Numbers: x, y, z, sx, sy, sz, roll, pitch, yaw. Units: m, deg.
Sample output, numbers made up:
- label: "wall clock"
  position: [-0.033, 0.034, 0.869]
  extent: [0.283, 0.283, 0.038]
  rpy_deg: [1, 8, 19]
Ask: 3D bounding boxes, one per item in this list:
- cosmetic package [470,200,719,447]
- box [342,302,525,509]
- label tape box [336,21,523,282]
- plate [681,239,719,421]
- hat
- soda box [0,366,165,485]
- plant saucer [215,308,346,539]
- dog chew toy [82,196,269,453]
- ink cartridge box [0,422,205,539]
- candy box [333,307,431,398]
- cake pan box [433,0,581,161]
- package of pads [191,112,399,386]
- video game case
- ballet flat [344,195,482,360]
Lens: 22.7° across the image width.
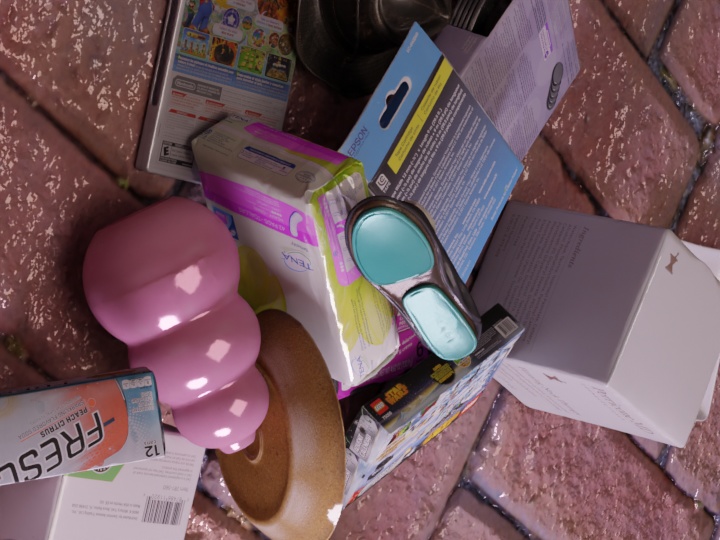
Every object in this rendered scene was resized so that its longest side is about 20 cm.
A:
- label: "cosmetic package"
  position: [0.231, 0.051, 1.773]
  extent: [0.167, 0.199, 0.168]
  rpy_deg: [37, 72, -45]
- label: "box"
  position: [0.057, 0.125, 1.663]
  extent: [0.199, 0.040, 0.137]
  rpy_deg: [-34, 161, -38]
- label: "label tape box"
  position: [0.046, -0.095, 1.548]
  extent: [0.200, 0.066, 0.144]
  rpy_deg: [48, 61, -38]
- label: "plate"
  position: [0.352, 0.065, 2.037]
  extent: [0.199, 0.032, 0.202]
  rpy_deg: [10, 91, -48]
- label: "hat"
  position: [0.028, -0.237, 1.554]
  extent: [0.200, 0.080, 0.203]
  rpy_deg: [-24, 120, -51]
- label: "soda box"
  position: [-0.242, 0.116, 1.286]
  extent: [0.198, 0.068, 0.064]
  rpy_deg: [-10, 93, -11]
- label: "plant saucer"
  position: [-0.076, 0.134, 1.465]
  extent: [0.035, 0.200, 0.202]
  rpy_deg: [-8, 106, -30]
- label: "dog chew toy"
  position: [-0.134, 0.047, 1.398]
  extent: [0.124, 0.124, 0.201]
  rpy_deg: [-30, 99, -40]
- label: "ink cartridge box"
  position: [-0.216, 0.212, 1.403]
  extent: [0.145, 0.084, 0.202]
  rpy_deg: [16, 87, -48]
- label: "candy box"
  position: [0.000, 0.000, 1.609]
  extent: [0.136, 0.061, 0.202]
  rpy_deg: [-18, 112, -45]
- label: "cake pan box"
  position: [0.134, -0.192, 1.683]
  extent: [0.185, 0.052, 0.201]
  rpy_deg: [-59, 151, -23]
- label: "package of pads"
  position: [-0.049, -0.015, 1.461]
  extent: [0.068, 0.154, 0.201]
  rpy_deg: [-37, 132, -31]
- label: "video game case"
  position: [-0.109, -0.170, 1.479]
  extent: [0.143, 0.018, 0.202]
  rpy_deg: [11, 92, -48]
- label: "ballet flat"
  position: [0.039, -0.008, 1.409]
  extent: [0.073, 0.073, 0.200]
  rpy_deg: [-57, 138, -21]
